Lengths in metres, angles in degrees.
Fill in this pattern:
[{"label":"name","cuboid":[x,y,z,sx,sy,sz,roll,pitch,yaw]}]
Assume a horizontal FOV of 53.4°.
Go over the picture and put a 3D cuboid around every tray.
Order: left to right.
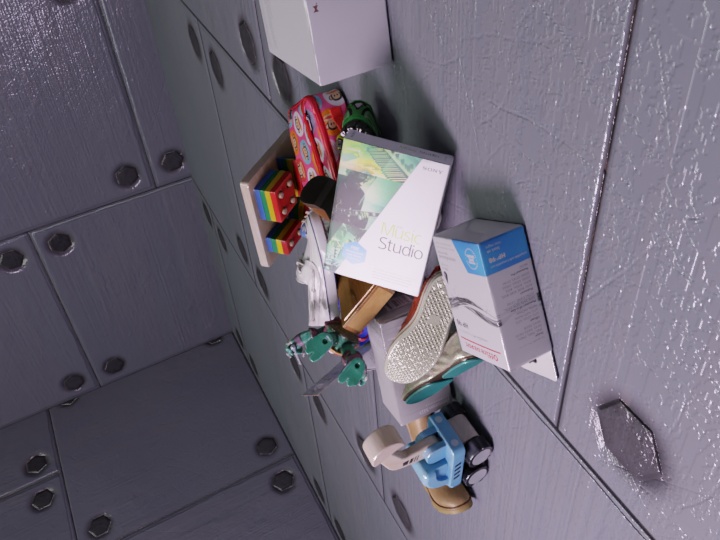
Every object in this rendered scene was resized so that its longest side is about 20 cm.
[{"label":"tray","cuboid":[0.000,0.000,1.176,0.099,0.037,0.201,-51,29,26]}]

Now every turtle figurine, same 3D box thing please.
[{"label":"turtle figurine","cuboid":[-0.045,0.126,1.155,0.200,0.147,0.102,-165,94,-84]}]

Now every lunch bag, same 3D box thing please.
[{"label":"lunch bag","cuboid":[-0.051,-0.202,1.229,0.176,0.081,0.203,-4,104,67]}]

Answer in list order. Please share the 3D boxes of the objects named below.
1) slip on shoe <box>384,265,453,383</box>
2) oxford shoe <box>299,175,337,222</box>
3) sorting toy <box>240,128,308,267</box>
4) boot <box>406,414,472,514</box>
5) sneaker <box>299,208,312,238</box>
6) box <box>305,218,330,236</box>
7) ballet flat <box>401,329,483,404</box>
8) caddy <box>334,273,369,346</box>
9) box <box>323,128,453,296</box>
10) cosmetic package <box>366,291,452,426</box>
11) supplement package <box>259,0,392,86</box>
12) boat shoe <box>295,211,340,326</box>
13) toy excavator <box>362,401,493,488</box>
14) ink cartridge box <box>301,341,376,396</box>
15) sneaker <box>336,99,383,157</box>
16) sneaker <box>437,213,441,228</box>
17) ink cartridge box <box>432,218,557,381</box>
[{"label":"slip on shoe","cuboid":[0.093,0.080,1.041,0.061,0.073,0.202,-82,14,-66]},{"label":"oxford shoe","cuboid":[-0.016,-0.091,1.083,0.071,0.072,0.200,41,177,-35]},{"label":"sorting toy","cuboid":[-0.143,-0.142,1.426,0.069,0.200,0.202,10,133,21]},{"label":"boot","cuboid":[0.128,0.328,1.320,0.175,0.065,0.203,15,123,68]},{"label":"sneaker","cuboid":[-0.079,-0.105,1.396,0.075,0.089,0.203,40,147,56]},{"label":"box","cuboid":[-0.053,-0.072,1.276,0.041,0.039,0.200,33,171,-14]},{"label":"ballet flat","cuboid":[0.121,0.142,1.090,0.200,0.067,0.063,-44,56,47]},{"label":"caddy","cuboid":[-0.001,0.054,1.333,0.141,0.105,0.200,44,159,1]},{"label":"box","cuboid":[0.033,-0.073,0.957,0.036,0.142,0.203,-63,-14,-59]},{"label":"cosmetic package","cuboid":[0.079,0.141,1.179,0.090,0.105,0.203,-139,31,-62]},{"label":"supplement package","cuboid":[-0.055,-0.353,0.999,0.200,0.115,0.119,47,152,51]},{"label":"boat shoe","cuboid":[-0.077,0.001,1.197,0.072,0.065,0.203,-106,7,-63]},{"label":"toy excavator","cuboid":[0.102,0.289,1.128,0.100,0.198,0.196,52,156,39]},{"label":"ink cartridge box","cuboid":[-0.010,0.184,1.341,0.050,0.200,0.161,49,162,-2]},{"label":"sneaker","cuboid":[0.012,-0.176,1.108,0.201,0.077,0.086,83,-166,-56]},{"label":"sneaker","cuboid":[0.065,-0.060,1.041,0.105,0.074,0.202,-121,24,-44]},{"label":"ink cartridge box","cuboid":[0.165,0.045,0.880,0.116,0.066,0.203,18,127,67]}]
